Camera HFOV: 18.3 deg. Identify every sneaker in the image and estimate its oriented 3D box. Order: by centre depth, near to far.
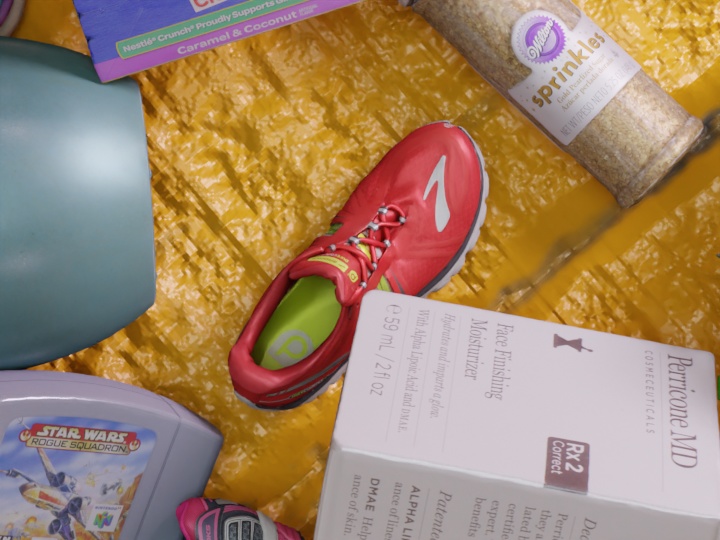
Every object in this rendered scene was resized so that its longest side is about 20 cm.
[{"bbox_3d":[0.000,0.000,1.255,0.077,0.085,0.200,38,90,12],"label":"sneaker"},{"bbox_3d":[-0.108,0.220,1.255,0.075,0.081,0.200,27,90,-17],"label":"sneaker"}]

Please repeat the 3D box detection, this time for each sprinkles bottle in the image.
[{"bbox_3d":[0.101,-0.125,1.268,0.200,0.068,0.068,43,90,1],"label":"sprinkles bottle"}]

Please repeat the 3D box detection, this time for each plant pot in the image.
[{"bbox_3d":[-0.195,-0.037,1.215,0.161,0.201,0.201,-5,89,-7],"label":"plant pot"}]

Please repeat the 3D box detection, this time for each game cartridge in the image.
[{"bbox_3d":[-0.173,0.120,1.219,0.200,0.042,0.133,9,114,-39],"label":"game cartridge"}]

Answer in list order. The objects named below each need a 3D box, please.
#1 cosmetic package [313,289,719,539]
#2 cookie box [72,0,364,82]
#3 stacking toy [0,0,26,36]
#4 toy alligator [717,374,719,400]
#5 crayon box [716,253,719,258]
[{"bbox_3d":[0.079,0.133,1.191,0.200,0.165,0.165,10,120,1],"label":"cosmetic package"},{"bbox_3d":[-0.084,-0.213,1.215,0.171,0.075,0.200,-17,46,1],"label":"cookie box"},{"bbox_3d":[-0.239,-0.164,1.209,0.085,0.200,0.085,0,89,2],"label":"stacking toy"},{"bbox_3d":[0.277,0.072,1.269,0.200,0.054,0.059,4,84,-25],"label":"toy alligator"},{"bbox_3d":[0.295,0.045,1.180,0.200,0.126,0.052,25,74,-21],"label":"crayon box"}]
